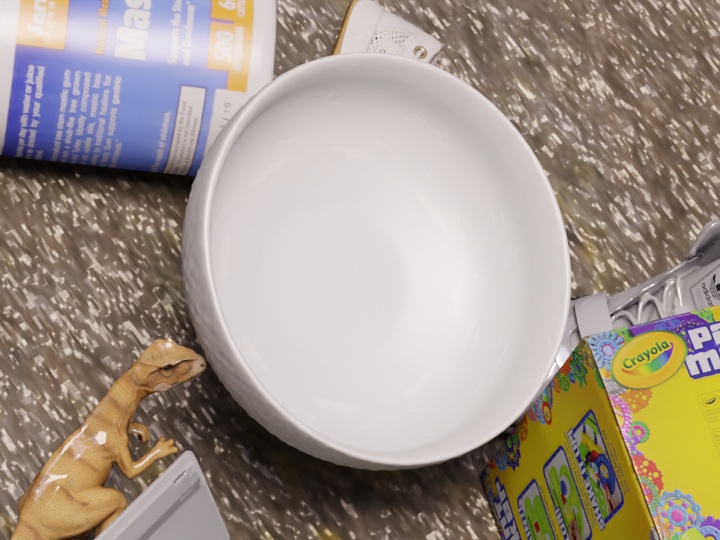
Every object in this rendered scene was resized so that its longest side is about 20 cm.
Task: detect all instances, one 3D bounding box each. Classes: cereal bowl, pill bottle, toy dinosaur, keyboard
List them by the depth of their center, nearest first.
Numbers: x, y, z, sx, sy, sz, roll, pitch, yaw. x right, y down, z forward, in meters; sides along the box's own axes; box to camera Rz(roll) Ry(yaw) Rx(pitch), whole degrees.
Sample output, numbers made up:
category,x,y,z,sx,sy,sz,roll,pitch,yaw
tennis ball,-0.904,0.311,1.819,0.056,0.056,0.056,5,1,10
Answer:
category,x,y,z,sx,sy,sz,roll,pitch,yaw
keyboard,-0.131,0.165,1.057,0.011,0.057,0.200,12,42,38
toy dinosaur,-0.145,0.116,1.084,0.060,0.106,0.201,26,74,24
cereal bowl,0.000,0.000,1.127,0.198,0.083,0.202,5,77,-23
pill bottle,-0.149,-0.112,1.191,0.198,0.112,0.113,6,64,-11

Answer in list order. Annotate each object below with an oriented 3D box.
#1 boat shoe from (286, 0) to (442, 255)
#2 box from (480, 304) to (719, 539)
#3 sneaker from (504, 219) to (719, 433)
category,x,y,z,sx,sy,sz,roll,pitch,yaw
boat shoe,0.000,-0.056,1.221,0.069,0.071,0.201,19,62,-1
box,0.189,0.101,1.124,0.198,0.193,0.123,-12,69,-19
sneaker,0.150,0.026,1.193,0.198,0.115,0.076,-9,67,-17
